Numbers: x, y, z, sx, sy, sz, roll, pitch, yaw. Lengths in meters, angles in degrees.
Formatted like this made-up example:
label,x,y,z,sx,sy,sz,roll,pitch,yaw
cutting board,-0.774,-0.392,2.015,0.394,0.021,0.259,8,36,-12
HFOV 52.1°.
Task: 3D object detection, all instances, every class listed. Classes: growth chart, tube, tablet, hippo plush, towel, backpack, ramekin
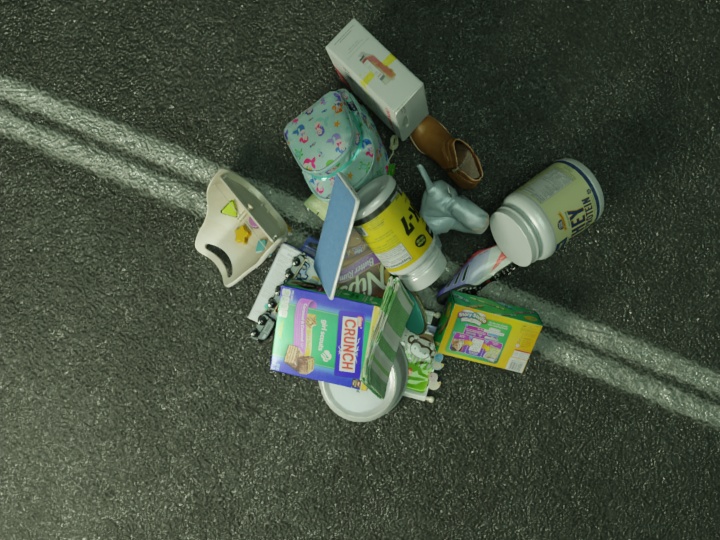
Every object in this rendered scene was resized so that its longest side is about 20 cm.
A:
label,x,y,z,sx,sy,sz,roll,pitch,yaw
growth chart,0.110,0.174,1.565,0.140,0.018,0.206,6,95,-1
tube,-0.034,-0.198,1.529,0.051,0.058,0.202,31,96,-38
tablet,-0.045,-0.064,1.358,0.013,0.131,0.205,5,117,-23
hippo plush,0.157,-0.085,1.477,0.158,0.199,0.163,38,100,18
towel,0.053,0.130,1.397,0.023,0.153,0.205,11,72,21
backpack,-0.044,-0.233,1.439,0.175,0.150,0.204,-32,75,17
ramekin,0.002,0.216,1.516,0.196,0.094,0.209,1,95,6

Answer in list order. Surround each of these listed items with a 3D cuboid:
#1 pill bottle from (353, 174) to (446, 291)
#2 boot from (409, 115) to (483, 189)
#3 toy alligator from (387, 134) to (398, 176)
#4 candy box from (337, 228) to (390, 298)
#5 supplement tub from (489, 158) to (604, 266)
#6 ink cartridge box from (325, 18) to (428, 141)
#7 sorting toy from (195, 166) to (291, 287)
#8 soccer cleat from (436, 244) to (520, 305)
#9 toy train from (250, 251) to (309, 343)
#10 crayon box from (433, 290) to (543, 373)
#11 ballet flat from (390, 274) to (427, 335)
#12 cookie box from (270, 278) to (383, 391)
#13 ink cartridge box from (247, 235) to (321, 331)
label,x,y,z,sx,sy,sz,roll,pitch,yaw
pill bottle,0.070,-0.066,1.377,0.114,0.114,0.201,-39,112,1
boot,0.173,-0.249,1.475,0.200,0.155,0.074,45,92,-3
toy alligator,0.043,-0.179,1.529,0.053,0.059,0.206,9,94,38
candy box,0.000,0.000,1.462,0.113,0.057,0.206,-9,102,-2
supplement tub,0.370,-0.115,1.472,0.198,0.145,0.147,-34,94,-16
ink cartridge box,0.037,-0.370,1.443,0.083,0.145,0.200,-43,75,-1
sorting toy,-0.254,-0.070,1.506,0.180,0.106,0.201,-46,74,16
soccer cleat,0.240,0.003,1.544,0.197,0.068,0.074,-31,65,8
toy train,-0.155,0.056,1.468,0.045,0.034,0.203,30,92,-8
crayon box,0.261,0.127,1.517,0.195,0.059,0.121,14,116,-8
ballet flat,0.079,0.041,1.528,0.070,0.071,0.201,-40,85,1
cookie box,-0.063,0.122,1.421,0.194,0.075,0.176,11,104,6
ink cartridge box,-0.129,0.032,1.522,0.134,0.076,0.204,26,93,-4
